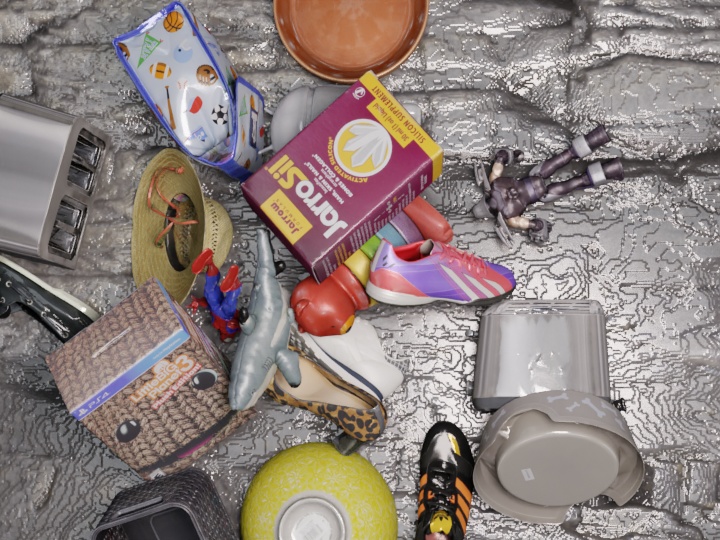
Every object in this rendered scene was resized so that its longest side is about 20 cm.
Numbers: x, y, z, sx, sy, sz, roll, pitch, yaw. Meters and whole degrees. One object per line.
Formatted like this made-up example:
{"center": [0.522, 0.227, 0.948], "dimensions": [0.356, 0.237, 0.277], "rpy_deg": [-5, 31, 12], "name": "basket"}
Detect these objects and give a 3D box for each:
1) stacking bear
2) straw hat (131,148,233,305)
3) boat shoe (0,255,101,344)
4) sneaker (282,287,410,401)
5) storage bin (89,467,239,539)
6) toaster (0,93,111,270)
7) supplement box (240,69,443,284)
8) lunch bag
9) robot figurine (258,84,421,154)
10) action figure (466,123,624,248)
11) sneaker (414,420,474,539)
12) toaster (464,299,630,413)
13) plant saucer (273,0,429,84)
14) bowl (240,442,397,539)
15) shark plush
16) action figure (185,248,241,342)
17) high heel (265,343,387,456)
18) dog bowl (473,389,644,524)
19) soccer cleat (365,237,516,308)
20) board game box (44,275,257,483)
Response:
{"center": [0.000, 0.000, 1.635], "dimensions": [0.114, 0.122, 0.200], "rpy_deg": [43, 72, 12], "name": "stacking bear"}
{"center": [-0.204, -0.046, 1.686], "dimensions": [0.084, 0.200, 0.204], "rpy_deg": [5, 83, -37], "name": "straw hat"}
{"center": [-0.422, 0.036, 1.701], "dimensions": [0.198, 0.075, 0.067], "rpy_deg": [30, 75, -4], "name": "boat shoe"}
{"center": [-0.033, 0.082, 1.685], "dimensions": [0.200, 0.076, 0.081], "rpy_deg": [41, 76, 2], "name": "sneaker"}
{"center": [-0.213, 0.351, 1.612], "dimensions": [0.134, 0.094, 0.202], "rpy_deg": [-19, 105, 13], "name": "storage bin"}
{"center": [-0.393, -0.107, 1.651], "dimensions": [0.117, 0.200, 0.184], "rpy_deg": [13, 85, 9], "name": "toaster"}
{"center": [-0.019, -0.105, 1.556], "dimensions": [0.200, 0.103, 0.131], "rpy_deg": [-42, 80, -5], "name": "supplement box"}
{"center": [-0.190, -0.205, 1.664], "dimensions": [0.123, 0.170, 0.202], "rpy_deg": [-31, 83, 5], "name": "lunch bag"}
{"center": [-0.024, -0.167, 1.679], "dimensions": [0.197, 0.114, 0.171], "rpy_deg": [2, 44, 3], "name": "robot figurine"}
{"center": [0.222, -0.104, 1.686], "dimensions": [0.198, 0.069, 0.132], "rpy_deg": [-23, 91, 4], "name": "action figure"}
{"center": [0.101, 0.283, 1.642], "dimensions": [0.069, 0.090, 0.203], "rpy_deg": [4, 85, 3], "name": "sneaker"}
{"center": [0.224, 0.104, 1.642], "dimensions": [0.197, 0.114, 0.131], "rpy_deg": [-1, 82, 5], "name": "toaster"}
{"center": [-0.012, -0.334, 1.735], "dimensions": [0.197, 0.032, 0.204], "rpy_deg": [0, 85, 2], "name": "plant saucer"}
{"center": [-0.054, 0.308, 1.640], "dimensions": [0.197, 0.108, 0.204], "rpy_deg": [0, 85, 4], "name": "bowl"}
{"center": [-0.110, 0.059, 1.570], "dimensions": [0.090, 0.083, 0.203], "rpy_deg": [21, 101, 30], "name": "shark plush"}
{"center": [-0.165, 0.042, 1.627], "dimensions": [0.065, 0.200, 0.052], "rpy_deg": [26, 71, 12], "name": "action figure"}
{"center": [-0.051, 0.124, 1.607], "dimensions": [0.200, 0.143, 0.071], "rpy_deg": [45, 62, 2], "name": "high heel"}
{"center": [0.229, 0.216, 1.602], "dimensions": [0.197, 0.202, 0.059], "rpy_deg": [0, 45, 3], "name": "dog bowl"}
{"center": [0.100, -0.001, 1.586], "dimensions": [0.197, 0.068, 0.074], "rpy_deg": [-1, 113, -28], "name": "soccer cleat"}
{"center": [-0.242, 0.135, 1.611], "dimensions": [0.159, 0.200, 0.097], "rpy_deg": [-37, 49, -1], "name": "board game box"}
